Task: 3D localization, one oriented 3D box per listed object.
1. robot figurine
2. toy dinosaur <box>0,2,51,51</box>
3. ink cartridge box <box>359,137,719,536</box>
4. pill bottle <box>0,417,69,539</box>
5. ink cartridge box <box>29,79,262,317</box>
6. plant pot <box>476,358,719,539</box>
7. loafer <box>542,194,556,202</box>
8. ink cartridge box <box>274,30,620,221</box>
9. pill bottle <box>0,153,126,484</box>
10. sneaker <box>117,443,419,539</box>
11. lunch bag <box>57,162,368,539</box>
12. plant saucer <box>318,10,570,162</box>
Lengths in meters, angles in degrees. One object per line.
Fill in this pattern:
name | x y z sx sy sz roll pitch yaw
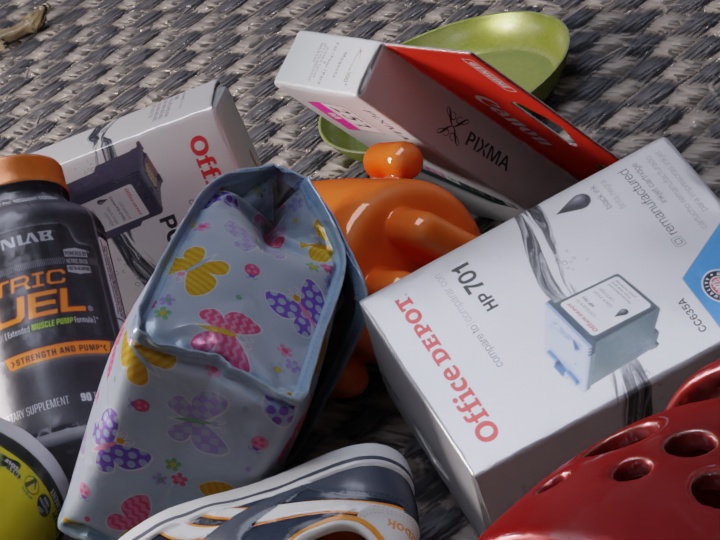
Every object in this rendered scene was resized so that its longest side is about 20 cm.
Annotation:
robot figurine | 0.001 -0.001 1.463 0.116 0.144 0.200 -19 11 -31
toy dinosaur | -0.397 -0.220 2.308 0.200 0.058 0.101 -4 17 21
ink cartridge box | 0.122 0.040 1.285 0.200 0.086 0.147 -27 50 -8
pill bottle | -0.254 0.180 1.356 0.112 0.113 0.200 -9 31 28
ink cartridge box | -0.159 -0.023 1.605 0.200 0.145 0.084 -21 15 6
plant pot | 0.161 0.142 0.985 0.200 0.201 0.182 6 36 45
loafer | 0.096 0.030 1.398 0.072 0.063 0.200 -9 30 29
ink cartridge box | 0.071 -0.082 1.485 0.173 0.200 0.044 16 78 53
pill bottle | -0.202 0.028 1.490 0.106 0.106 0.200 -20 69 9
sneaker | -0.061 0.164 1.263 0.200 0.078 0.080 -26 40 13
lunch bag | -0.076 0.054 1.358 0.127 0.170 0.200 22 36 -3
plant saucer | 0.066 -0.130 1.758 0.200 0.031 0.200 -19 27 10
